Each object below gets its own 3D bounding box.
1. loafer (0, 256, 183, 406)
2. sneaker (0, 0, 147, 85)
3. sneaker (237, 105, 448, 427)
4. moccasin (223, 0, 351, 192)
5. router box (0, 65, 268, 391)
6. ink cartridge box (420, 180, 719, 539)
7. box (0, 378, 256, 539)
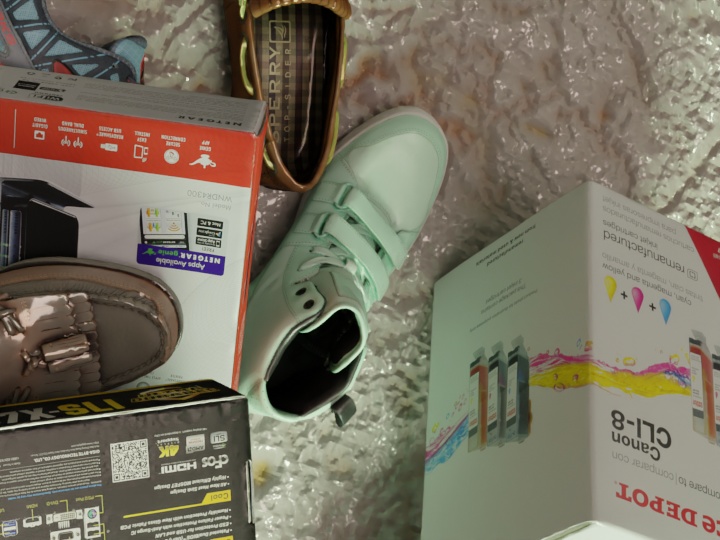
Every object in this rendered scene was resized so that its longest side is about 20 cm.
[{"bbox_3d":[-0.181,0.039,0.817,0.198,0.063,0.072,-2,114,4],"label":"loafer"},{"bbox_3d":[-0.130,-0.074,0.911,0.096,0.079,0.200,-47,115,-14],"label":"sneaker"},{"bbox_3d":[0.000,0.001,0.964,0.074,0.118,0.201,42,79,-24],"label":"sneaker"},{"bbox_3d":[-0.038,-0.142,0.943,0.073,0.078,0.203,3,97,-26],"label":"moccasin"},{"bbox_3d":[-0.150,-0.002,0.860,0.198,0.049,0.181,7,113,0],"label":"router box"},{"bbox_3d":[0.131,0.088,0.982,0.145,0.144,0.201,23,55,-28],"label":"ink cartridge box"},{"bbox_3d":[-0.141,0.138,0.771,0.199,0.049,0.161,-7,100,-25],"label":"box"}]
